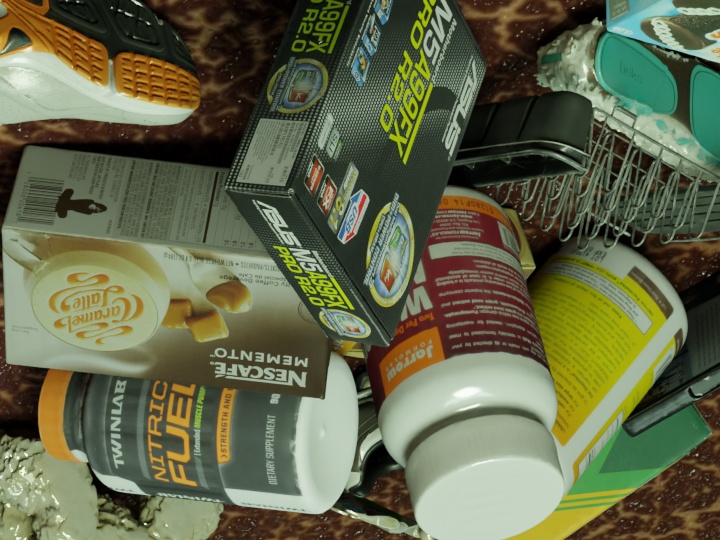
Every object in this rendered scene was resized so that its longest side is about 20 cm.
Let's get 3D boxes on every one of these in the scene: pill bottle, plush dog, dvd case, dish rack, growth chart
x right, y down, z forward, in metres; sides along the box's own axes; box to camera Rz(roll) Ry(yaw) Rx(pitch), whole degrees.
[{"bbox_3d":[0.058,0.056,1.481,0.109,0.201,0.110,-8,143,-6],"label":"pill bottle"},{"bbox_3d":[-0.215,0.211,1.738,0.199,0.162,0.171,16,156,-36],"label":"plush dog"},{"bbox_3d":[0.123,0.078,1.631,0.200,0.109,0.110,-48,153,-26],"label":"pill bottle"},{"bbox_3d":[0.264,0.030,1.684,0.199,0.143,0.018,-31,109,19],"label":"dvd case"},{"bbox_3d":[-0.110,0.098,1.605,0.198,0.107,0.106,4,149,21],"label":"pill bottle"},{"bbox_3d":[0.150,-0.051,1.529,0.199,0.055,0.153,26,164,-30],"label":"dish rack"},{"bbox_3d":[-0.037,0.155,1.742,0.199,0.144,0.018,25,86,-39],"label":"growth chart"}]

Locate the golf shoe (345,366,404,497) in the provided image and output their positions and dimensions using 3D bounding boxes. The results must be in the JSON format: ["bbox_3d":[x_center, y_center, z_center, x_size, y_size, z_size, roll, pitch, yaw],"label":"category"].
[{"bbox_3d":[0.065,0.098,1.724,0.199,0.095,0.078,-24,142,8],"label":"golf shoe"}]

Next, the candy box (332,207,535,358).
[{"bbox_3d":[0.000,0.000,1.604,0.199,0.056,0.116,10,136,-30],"label":"candy box"}]

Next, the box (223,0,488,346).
[{"bbox_3d":[0.003,-0.084,1.387,0.044,0.201,0.160,6,151,27],"label":"box"}]

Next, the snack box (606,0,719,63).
[{"bbox_3d":[0.260,-0.158,1.484,0.199,0.037,0.116,11,158,-33],"label":"snack box"}]

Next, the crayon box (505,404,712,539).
[{"bbox_3d":[0.148,0.159,1.751,0.199,0.052,0.126,-33,172,-8],"label":"crayon box"}]

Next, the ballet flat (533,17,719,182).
[{"bbox_3d":[0.184,-0.106,1.547,0.072,0.072,0.199,-39,136,27],"label":"ballet flat"}]

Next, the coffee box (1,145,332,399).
[{"bbox_3d":[-0.112,0.002,1.485,0.198,0.080,0.115,7,133,0],"label":"coffee box"}]

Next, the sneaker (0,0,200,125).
[{"bbox_3d":[-0.190,-0.113,1.385,0.199,0.076,0.092,13,142,-23],"label":"sneaker"}]
